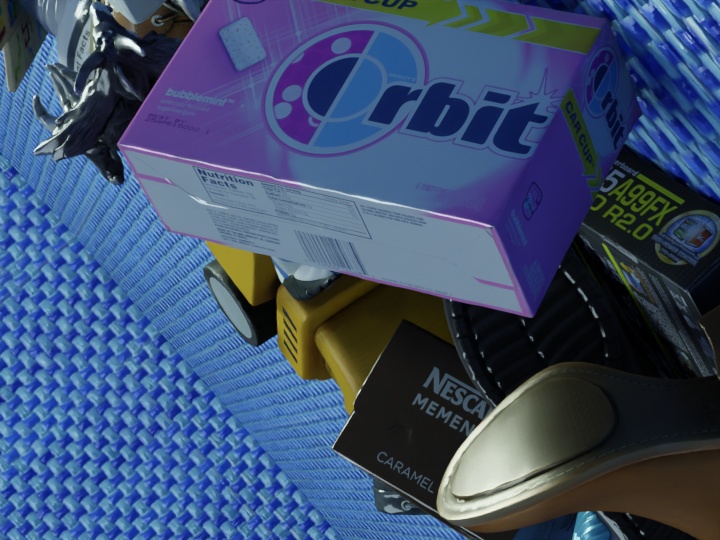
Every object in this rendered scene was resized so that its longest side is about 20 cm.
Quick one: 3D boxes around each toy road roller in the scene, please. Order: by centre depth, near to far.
[{"bbox_3d":[0.000,0.000,1.559,0.146,0.123,0.200,52,164,19],"label":"toy road roller"}]

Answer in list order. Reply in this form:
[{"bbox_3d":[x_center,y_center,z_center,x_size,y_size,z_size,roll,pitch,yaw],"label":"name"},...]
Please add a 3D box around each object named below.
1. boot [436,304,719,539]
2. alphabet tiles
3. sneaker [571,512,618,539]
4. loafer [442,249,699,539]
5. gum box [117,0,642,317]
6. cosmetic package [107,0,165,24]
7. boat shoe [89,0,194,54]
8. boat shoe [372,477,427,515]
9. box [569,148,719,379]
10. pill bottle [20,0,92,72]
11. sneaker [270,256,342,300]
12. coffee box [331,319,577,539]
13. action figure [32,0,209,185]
[{"bbox_3d":[0.149,0.102,1.221,0.155,0.200,0.074,49,-151,-33],"label":"boot"},{"bbox_3d":[-0.208,-0.209,1.680,0.200,0.006,0.167,-78,-15,-65],"label":"alphabet tiles"},{"bbox_3d":[0.162,0.122,1.409,0.081,0.077,0.200,18,-168,22],"label":"sneaker"},{"bbox_3d":[0.107,0.060,1.296,0.200,0.073,0.071,56,-170,-1],"label":"loafer"},{"bbox_3d":[0.003,-0.062,1.195,0.200,0.114,0.066,13,149,29],"label":"gum box"},{"bbox_3d":[-0.144,-0.230,1.424,0.200,0.113,0.081,43,170,35],"label":"cosmetic package"},{"bbox_3d":[-0.107,-0.147,1.500,0.068,0.072,0.200,-24,78,64],"label":"boat shoe"},{"bbox_3d":[0.099,0.124,1.623,0.200,0.062,0.075,7,-174,-12],"label":"boat shoe"},{"bbox_3d":[0.156,0.028,1.309,0.160,0.044,0.200,38,166,50],"label":"box"},{"bbox_3d":[-0.107,-0.130,1.629,0.200,0.120,0.120,44,170,28],"label":"pill bottle"},{"bbox_3d":[-0.019,-0.039,1.366,0.077,0.076,0.200,49,166,3],"label":"sneaker"},{"bbox_3d":[0.078,0.108,1.470,0.114,0.080,0.200,28,175,24],"label":"coffee box"},{"bbox_3d":[-0.100,-0.090,1.352,0.102,0.119,0.200,55,-175,23],"label":"action figure"}]
